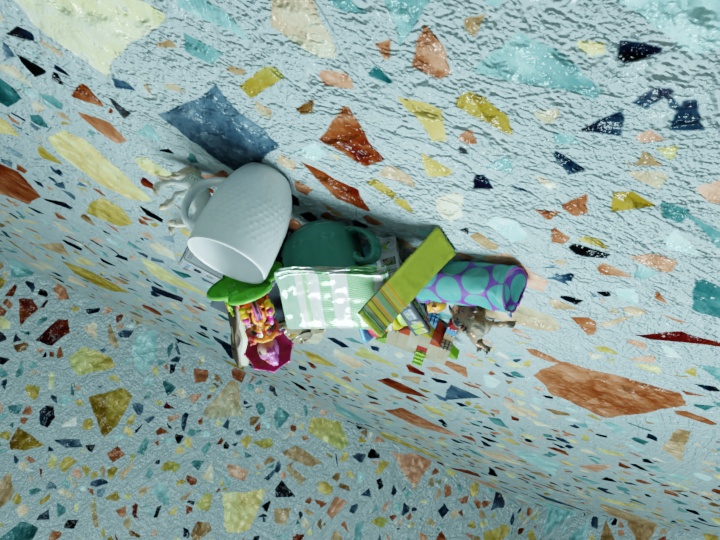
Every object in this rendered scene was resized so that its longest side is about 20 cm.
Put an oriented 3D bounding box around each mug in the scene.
[{"bbox_3d":[-0.054,-0.029,1.274,0.182,0.116,0.152,-13,164,-1],"label":"mug"},{"bbox_3d":[-0.219,-0.098,1.195,0.197,0.177,0.148,17,157,13],"label":"mug"}]

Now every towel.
[{"bbox_3d":[0.081,0.021,1.170,0.018,0.200,0.086,41,176,39],"label":"towel"},{"bbox_3d":[-0.043,0.052,1.203,0.196,0.024,0.154,-1,133,7],"label":"towel"}]

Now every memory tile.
[{"bbox_3d":[-0.120,0.116,1.406,0.017,0.198,0.153,62,-171,25],"label":"memory tile"}]

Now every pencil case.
[{"bbox_3d":[0.190,0.028,1.217,0.198,0.086,0.093,7,140,37],"label":"pencil case"}]

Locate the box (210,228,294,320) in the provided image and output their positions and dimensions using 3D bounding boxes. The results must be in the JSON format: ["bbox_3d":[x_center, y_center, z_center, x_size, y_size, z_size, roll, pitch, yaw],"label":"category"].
[{"bbox_3d":[-0.179,0.022,1.436,0.195,0.125,0.200,29,132,-13],"label":"box"}]

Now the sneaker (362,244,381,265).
[{"bbox_3d":[0.000,0.000,1.393,0.079,0.078,0.200,39,150,-4],"label":"sneaker"}]

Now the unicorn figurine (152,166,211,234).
[{"bbox_3d":[-0.298,-0.115,1.272,0.202,0.136,0.074,66,161,10],"label":"unicorn figurine"}]

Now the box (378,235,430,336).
[{"bbox_3d":[0.086,0.033,1.299,0.034,0.112,0.200,-14,147,15],"label":"box"}]

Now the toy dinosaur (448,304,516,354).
[{"bbox_3d":[0.216,0.093,1.370,0.135,0.086,0.200,37,174,-8],"label":"toy dinosaur"}]

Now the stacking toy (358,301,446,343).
[{"bbox_3d":[0.090,0.080,1.450,0.197,0.112,0.116,-9,-171,29],"label":"stacking toy"}]

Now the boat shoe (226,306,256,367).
[{"bbox_3d":[-0.229,0.103,1.406,0.075,0.074,0.205,52,147,43],"label":"boat shoe"}]

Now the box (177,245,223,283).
[{"bbox_3d":[-0.301,-0.020,1.569,0.198,0.118,0.060,28,159,-18],"label":"box"}]

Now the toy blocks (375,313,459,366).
[{"bbox_3d":[0.140,0.140,1.565,0.197,0.101,0.137,19,148,7],"label":"toy blocks"}]

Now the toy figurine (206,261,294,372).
[{"bbox_3d":[-0.178,0.104,1.260,0.200,0.148,0.187,-143,32,-69],"label":"toy figurine"}]
